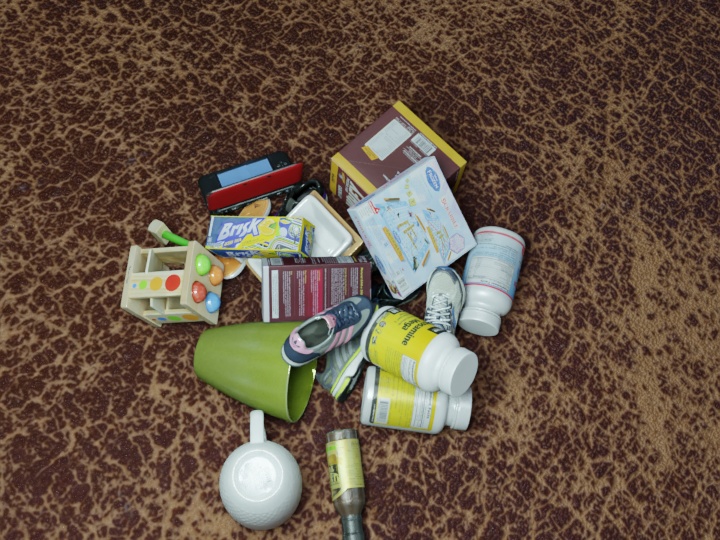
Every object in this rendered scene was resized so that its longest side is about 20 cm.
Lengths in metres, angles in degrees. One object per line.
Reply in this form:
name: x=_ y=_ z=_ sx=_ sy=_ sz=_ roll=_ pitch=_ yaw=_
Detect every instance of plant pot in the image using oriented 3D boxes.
plant pot: x=-0.200 y=0.171 z=1.559 sx=0.199 sy=0.187 sz=0.188 roll=9 pitch=68 yaw=12

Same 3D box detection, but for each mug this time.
mug: x=-0.178 y=0.347 z=1.481 sx=0.147 sy=0.176 sz=0.201 roll=-4 pitch=69 yaw=-5

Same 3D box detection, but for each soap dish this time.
soap dish: x=-0.105 y=-0.031 z=1.633 sx=0.200 sy=0.081 sz=0.157 roll=-45 pitch=65 yaw=3

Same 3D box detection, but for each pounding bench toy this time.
pounding bench toy: x=-0.344 y=-0.007 z=1.610 sx=0.155 sy=0.124 sz=0.201 roll=-4 pitch=67 yaw=18

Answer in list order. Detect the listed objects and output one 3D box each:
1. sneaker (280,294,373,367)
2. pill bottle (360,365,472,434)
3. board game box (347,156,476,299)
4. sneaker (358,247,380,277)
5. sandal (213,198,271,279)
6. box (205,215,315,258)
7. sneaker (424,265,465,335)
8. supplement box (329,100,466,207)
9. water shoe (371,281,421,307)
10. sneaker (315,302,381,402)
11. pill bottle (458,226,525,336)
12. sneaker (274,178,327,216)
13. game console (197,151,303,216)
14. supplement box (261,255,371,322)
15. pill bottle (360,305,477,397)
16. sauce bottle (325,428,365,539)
sneaker: x=-0.045 y=0.095 z=1.458 sx=0.200 sy=0.082 sz=0.070 roll=-35 pitch=78 yaw=-30
pill bottle: x=0.104 y=0.246 z=1.573 sx=0.199 sy=0.111 sz=0.112 roll=9 pitch=68 yaw=-1
board game box: x=0.102 y=-0.083 z=1.610 sx=0.199 sy=0.041 sz=0.201 roll=-34 pitch=108 yaw=-20
sneaker: x=0.000 y=0.000 z=1.681 sx=0.198 sy=0.076 sz=0.080 roll=-5 pitch=60 yaw=5
sandal: x=-0.250 y=-0.081 z=1.695 sx=0.079 sy=0.059 sz=0.208 roll=9 pitch=62 yaw=27
box: x=-0.191 y=-0.062 z=1.594 sx=0.199 sy=0.064 sz=0.071 roll=2 pitch=75 yaw=22
sneaker: x=0.154 y=0.091 z=1.589 sx=0.077 sy=0.201 sz=0.085 roll=6 pitch=24 yaw=12
supplement box: x=0.073 y=-0.195 z=1.730 sx=0.200 sy=0.133 sz=0.197 roll=-42 pitch=77 yaw=-17
water shoe: x=0.031 y=0.056 z=1.659 sx=0.199 sy=0.079 sz=0.072 roll=-32 pitch=74 yaw=-15
sneaker: x=-0.021 y=0.147 z=1.605 sx=0.081 sy=0.074 sz=0.201 roll=29 pitch=89 yaw=16
pill bottle: x=0.256 y=0.022 z=1.670 sx=0.108 sy=0.109 sz=0.201 roll=16 pitch=69 yaw=3
sneaker: x=-0.145 y=-0.112 z=1.700 sx=0.069 sy=0.100 sz=0.200 roll=36 pitch=74 yaw=10
game console: x=-0.227 y=-0.197 z=1.695 sx=0.199 sy=0.119 sz=0.173 roll=-19 pitch=50 yaw=-11
supplement box: x=-0.082 y=0.032 z=1.544 sx=0.199 sy=0.061 sz=0.110 roll=-1 pitch=105 yaw=-9
pill bottle: x=0.106 y=0.148 z=1.511 sx=0.199 sy=0.113 sz=0.113 roll=24 pitch=67 yaw=35
sauce bottle: x=-0.024 y=0.393 z=1.533 sx=0.064 sy=0.065 sz=0.201 roll=-6 pitch=68 yaw=-6
